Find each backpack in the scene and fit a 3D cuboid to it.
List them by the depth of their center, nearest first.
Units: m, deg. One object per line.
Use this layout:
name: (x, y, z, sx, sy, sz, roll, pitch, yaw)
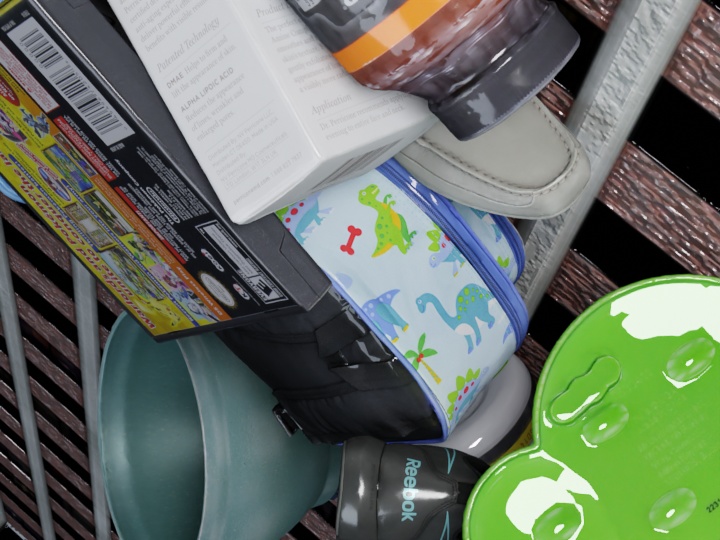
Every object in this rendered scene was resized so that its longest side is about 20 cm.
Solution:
backpack: (0.000, 0.000, 0.979, 0.183, 0.147, 0.200, 48, 161, -17)

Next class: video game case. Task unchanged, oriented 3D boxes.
video game case: (-0.125, -0.049, 0.892, 0.200, 0.026, 0.181, 49, 153, -16)

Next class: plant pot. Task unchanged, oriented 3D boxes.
plant pot: (-0.093, 0.120, 1.287, 0.200, 0.134, 0.200, 11, 103, 61)

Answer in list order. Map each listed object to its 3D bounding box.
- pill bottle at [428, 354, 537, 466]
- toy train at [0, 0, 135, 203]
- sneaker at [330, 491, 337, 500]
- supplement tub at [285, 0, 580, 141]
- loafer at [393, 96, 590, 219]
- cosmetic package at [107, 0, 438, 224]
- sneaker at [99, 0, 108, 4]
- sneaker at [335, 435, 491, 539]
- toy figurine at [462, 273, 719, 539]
pill bottle: (0.097, 0.152, 1.133, 0.112, 0.112, 0.200, 12, 141, 53)
toy train: (-0.212, -0.122, 0.989, 0.200, 0.087, 0.114, 29, 129, -6)
sneaker: (-0.007, 0.149, 1.347, 0.070, 0.082, 0.200, 49, 157, -12)
supplement tub: (0.006, -0.152, 0.757, 0.200, 0.107, 0.107, 48, 158, -10)
loafer: (0.027, -0.094, 0.871, 0.200, 0.070, 0.070, 34, 165, 24)
cosmetic package: (-0.056, -0.132, 0.820, 0.074, 0.102, 0.200, -34, 84, 41)
sneaker: (-0.132, -0.201, 0.944, 0.106, 0.075, 0.200, 29, 152, 40)
sneaker: (0.036, 0.136, 0.969, 0.079, 0.075, 0.200, 1, 168, 7)
toy figurine: (0.141, 0.112, 0.923, 0.150, 0.200, 0.184, 51, 173, 13)
